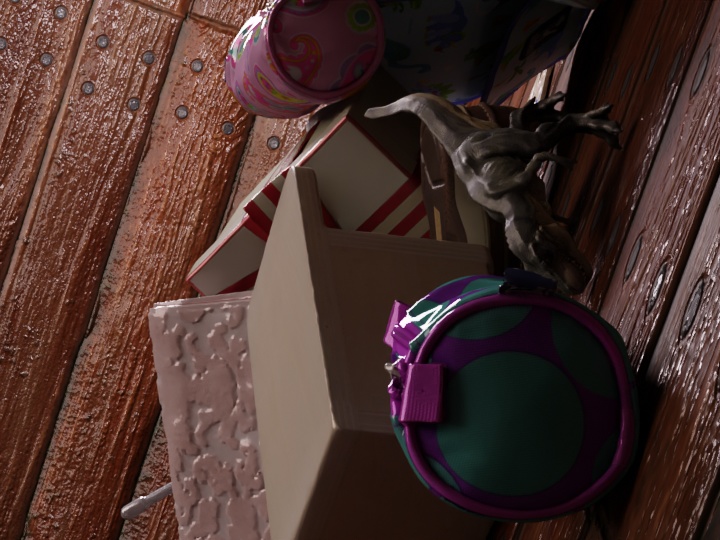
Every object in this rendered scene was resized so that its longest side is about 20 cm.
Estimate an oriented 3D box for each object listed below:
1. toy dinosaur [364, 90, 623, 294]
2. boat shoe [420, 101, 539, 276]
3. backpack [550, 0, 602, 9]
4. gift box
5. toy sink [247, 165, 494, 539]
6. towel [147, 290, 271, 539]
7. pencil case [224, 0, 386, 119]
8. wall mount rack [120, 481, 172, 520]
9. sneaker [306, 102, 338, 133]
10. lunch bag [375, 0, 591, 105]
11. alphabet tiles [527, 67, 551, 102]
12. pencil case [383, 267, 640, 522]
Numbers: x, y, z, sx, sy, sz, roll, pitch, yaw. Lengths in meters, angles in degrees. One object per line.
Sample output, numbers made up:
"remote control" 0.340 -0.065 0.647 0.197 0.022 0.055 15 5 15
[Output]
"toy dinosaur" 0.081 -0.063 0.964 0.200 0.088 0.048 49 160 50
"boat shoe" 0.080 -0.003 1.086 0.075 0.074 0.203 -117 21 -54
"backpack" 0.104 -0.262 1.189 0.200 0.175 0.154 -88 17 -65
"gift box" 0.000 0.000 1.267 0.200 0.184 0.187 -50 6 19
"toy sink" 0.012 0.057 1.011 0.201 0.111 0.131 -101 23 -46
"towel" -0.048 0.110 1.169 0.032 0.190 0.201 -6 -92 -56
"pencil case" -0.042 -0.149 1.268 0.200 0.087 0.088 -172 101 -78
"wall mount rack" -0.061 0.166 1.319 0.174 0.200 0.074 -40 15 -28
"sneaker" 0.043 -0.055 1.376 0.077 0.200 0.082 -35 37 35
"lunch bag" 0.079 -0.198 1.347 0.170 0.199 0.128 108 153 -66
"alphabet tiles" 0.129 -0.083 1.588 0.200 0.006 0.167 -72 0 -51
"pencil case" 0.054 0.043 0.729 0.200 0.092 0.085 -55 -16 -90
